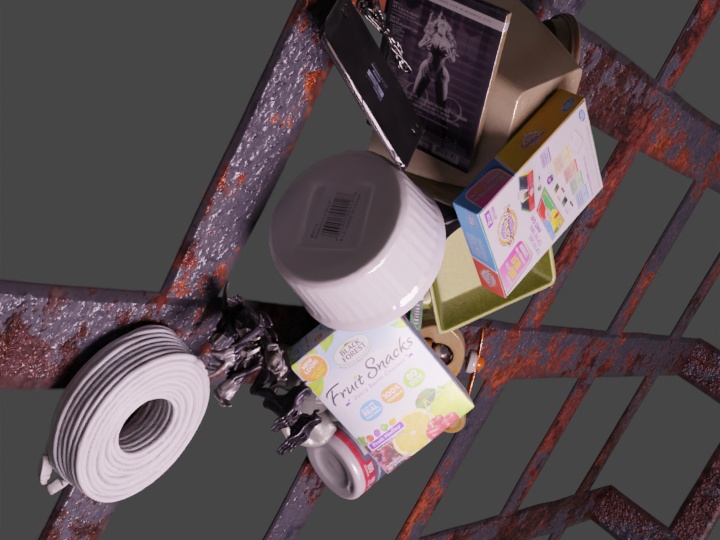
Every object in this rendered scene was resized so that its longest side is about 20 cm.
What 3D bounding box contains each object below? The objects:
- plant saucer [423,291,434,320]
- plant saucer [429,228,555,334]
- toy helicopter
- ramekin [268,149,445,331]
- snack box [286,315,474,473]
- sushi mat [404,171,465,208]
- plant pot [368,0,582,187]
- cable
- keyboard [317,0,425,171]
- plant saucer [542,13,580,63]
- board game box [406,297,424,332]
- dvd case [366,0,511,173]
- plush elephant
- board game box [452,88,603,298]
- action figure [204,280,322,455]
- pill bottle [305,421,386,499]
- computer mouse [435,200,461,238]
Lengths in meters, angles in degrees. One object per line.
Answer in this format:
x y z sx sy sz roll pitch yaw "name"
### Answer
0.147 0.001 1.705 0.201 0.048 0.200 -56 151 1 "plant saucer"
0.166 -0.040 1.559 0.198 0.048 0.202 -23 120 -17 "plant saucer"
0.129 0.156 1.666 0.079 0.130 0.202 -85 162 -58 "toy helicopter"
-0.009 -0.041 1.298 0.201 0.200 0.098 -52 144 -5 "ramekin"
0.026 0.133 1.372 0.142 0.053 0.200 -38 113 5 "snack box"
0.117 -0.112 1.409 0.095 0.199 0.012 -33 132 -31 "sushi mat"
0.152 -0.211 1.378 0.199 0.176 0.202 -27 140 -40 "plant pot"
-0.256 0.161 1.257 0.199 0.069 0.202 -21 136 -45 "cable"
0.018 -0.221 1.243 0.201 0.020 0.128 56 43 -34 "keyboard"
0.235 -0.247 1.502 0.029 0.201 0.202 14 115 -13 "plant saucer"
0.054 0.104 1.567 0.023 0.105 0.203 4 94 -22 "board game box"
0.085 -0.228 1.288 0.016 0.148 0.202 -37 147 -45 "dvd case"
-0.045 0.137 1.470 0.153 0.200 0.166 7 118 -34 "plush elephant"
0.202 -0.090 1.323 0.200 0.040 0.154 -46 139 -19 "board game box"
-0.129 0.108 1.284 0.101 0.201 0.119 -31 148 -9 "action figure"
0.024 0.242 1.711 0.199 0.119 0.121 -36 146 -31 "pill bottle"
0.094 -0.103 1.443 0.199 0.140 0.046 -27 140 -26 "computer mouse"
